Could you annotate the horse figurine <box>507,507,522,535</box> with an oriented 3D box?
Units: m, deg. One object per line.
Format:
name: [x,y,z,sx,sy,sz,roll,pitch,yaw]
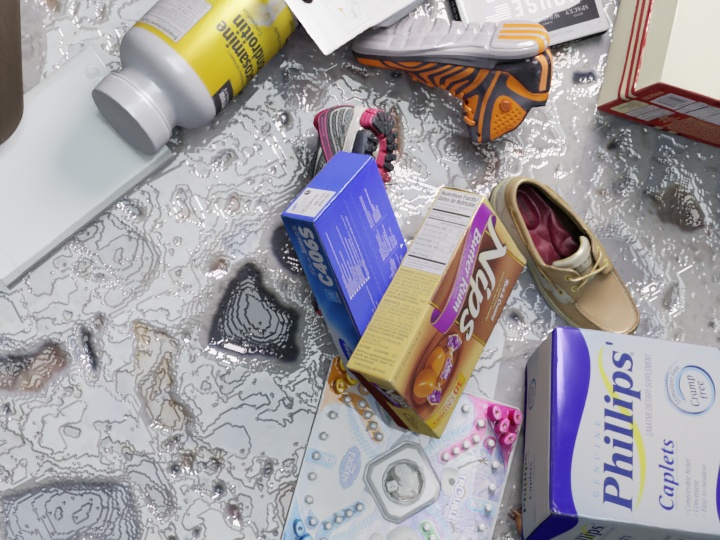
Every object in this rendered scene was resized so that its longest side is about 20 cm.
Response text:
horse figurine: [0.247,0.287,1.444,0.131,0.050,0.202,-28,86,-18]

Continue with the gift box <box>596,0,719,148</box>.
gift box: [0.334,-0.239,1.435,0.198,0.184,0.189,17,83,-17]

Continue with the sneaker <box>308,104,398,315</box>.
sneaker: [-0.017,-0.056,1.430,0.074,0.080,0.203,12,93,29]

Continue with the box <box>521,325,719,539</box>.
box: [0.258,0.167,1.405,0.197,0.105,0.186,7,66,-7]

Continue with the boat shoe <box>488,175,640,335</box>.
boat shoe: [0.202,-0.009,1.455,0.074,0.066,0.200,-44,92,-10]

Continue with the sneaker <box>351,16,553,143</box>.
sneaker: [0.088,-0.180,1.449,0.197,0.078,0.113,7,126,21]

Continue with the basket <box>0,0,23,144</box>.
basket: [-0.363,-0.206,1.307,0.135,0.201,0.180,33,60,19]

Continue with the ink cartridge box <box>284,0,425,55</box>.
ink cartridge box: [-0.027,-0.295,1.416,0.200,0.050,0.163,-38,92,-37]

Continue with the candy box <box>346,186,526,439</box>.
candy box: [0.074,0.039,1.391,0.056,0.117,0.201,15,67,37]

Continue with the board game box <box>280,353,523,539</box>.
board game box: [0.042,0.203,1.432,0.197,0.026,0.203,17,82,-6]

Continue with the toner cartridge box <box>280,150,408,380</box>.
toner cartridge box: [0.000,0.000,1.365,0.095,0.043,0.202,-47,133,-31]

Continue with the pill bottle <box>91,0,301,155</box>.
pill bottle: [-0.152,-0.205,1.387,0.112,0.112,0.200,43,73,-3]

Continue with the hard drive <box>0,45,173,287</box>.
hard drive: [-0.294,-0.099,1.410,0.199,0.026,0.132,-39,91,-10]

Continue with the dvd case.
dvd case: [0.152,-0.316,1.499,0.148,0.025,0.203,-16,87,-9]
